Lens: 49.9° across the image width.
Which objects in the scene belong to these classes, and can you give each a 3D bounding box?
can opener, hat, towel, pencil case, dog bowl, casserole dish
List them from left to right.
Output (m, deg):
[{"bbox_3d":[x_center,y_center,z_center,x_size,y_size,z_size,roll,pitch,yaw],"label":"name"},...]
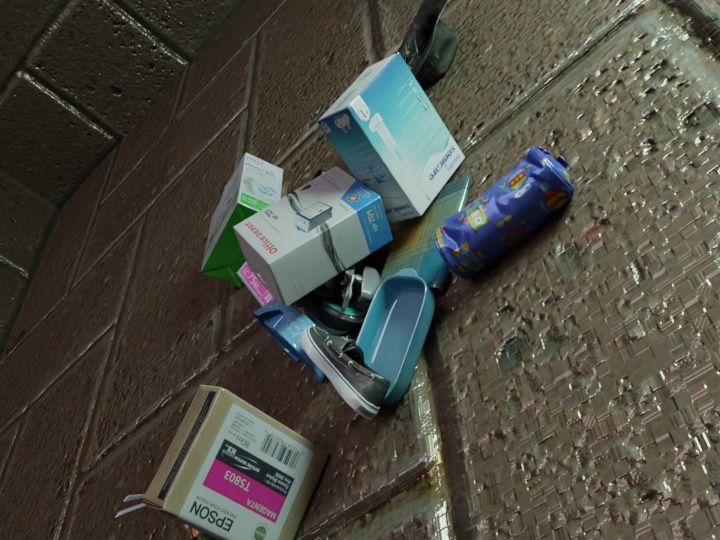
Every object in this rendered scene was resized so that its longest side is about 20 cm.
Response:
[{"bbox_3d":[-0.101,0.102,1.221,0.050,0.112,0.199,-43,27,-12],"label":"dog bowl"},{"bbox_3d":[0.000,0.000,1.220,0.201,0.065,0.054,-80,6,-64],"label":"can opener"},{"bbox_3d":[0.044,0.097,1.061,0.120,0.038,0.204,2,67,56],"label":"casserole dish"},{"bbox_3d":[0.095,-0.042,1.169,0.145,0.022,0.203,-18,44,47],"label":"towel"},{"bbox_3d":[0.132,-0.408,1.439,0.202,0.080,0.203,-56,21,33],"label":"hat"},{"bbox_3d":[0.186,-0.078,1.012,0.199,0.077,0.088,-41,61,22],"label":"pencil case"}]

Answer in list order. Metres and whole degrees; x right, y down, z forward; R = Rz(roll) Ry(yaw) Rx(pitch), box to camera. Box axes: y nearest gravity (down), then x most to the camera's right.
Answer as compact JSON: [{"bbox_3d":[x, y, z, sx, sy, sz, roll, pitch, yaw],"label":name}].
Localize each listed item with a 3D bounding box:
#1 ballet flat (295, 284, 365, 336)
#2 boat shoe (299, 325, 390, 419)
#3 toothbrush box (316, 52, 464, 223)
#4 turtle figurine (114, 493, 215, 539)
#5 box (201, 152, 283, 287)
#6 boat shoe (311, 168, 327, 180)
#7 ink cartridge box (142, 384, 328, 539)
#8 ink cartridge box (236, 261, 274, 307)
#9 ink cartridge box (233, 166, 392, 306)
[{"bbox_3d":[-0.053,0.068,1.234,0.074,0.073,0.199,-54,35,-2],"label":"ballet flat"},{"bbox_3d":[-0.019,0.123,1.041,0.057,0.068,0.200,-53,38,5],"label":"boat shoe"},{"bbox_3d":[0.051,-0.199,1.187,0.084,0.201,0.147,-9,36,52],"label":"toothbrush box"},{"bbox_3d":[-0.240,0.315,1.131,0.197,0.145,0.195,28,56,19],"label":"turtle figurine"},{"bbox_3d":[-0.247,-0.105,1.606,0.201,0.095,0.179,-55,23,34],"label":"box"},{"bbox_3d":[-0.115,-0.110,1.493,0.201,0.056,0.069,-49,30,8],"label":"boat shoe"},{"bbox_3d":[-0.159,0.272,1.026,0.074,0.199,0.167,-7,53,52],"label":"ink cartridge box"},{"bbox_3d":[-0.130,-0.029,1.418,0.201,0.042,0.119,-48,58,6],"label":"ink cartridge box"},{"bbox_3d":[-0.073,-0.056,1.175,0.198,0.087,0.146,-31,38,-17],"label":"ink cartridge box"}]
